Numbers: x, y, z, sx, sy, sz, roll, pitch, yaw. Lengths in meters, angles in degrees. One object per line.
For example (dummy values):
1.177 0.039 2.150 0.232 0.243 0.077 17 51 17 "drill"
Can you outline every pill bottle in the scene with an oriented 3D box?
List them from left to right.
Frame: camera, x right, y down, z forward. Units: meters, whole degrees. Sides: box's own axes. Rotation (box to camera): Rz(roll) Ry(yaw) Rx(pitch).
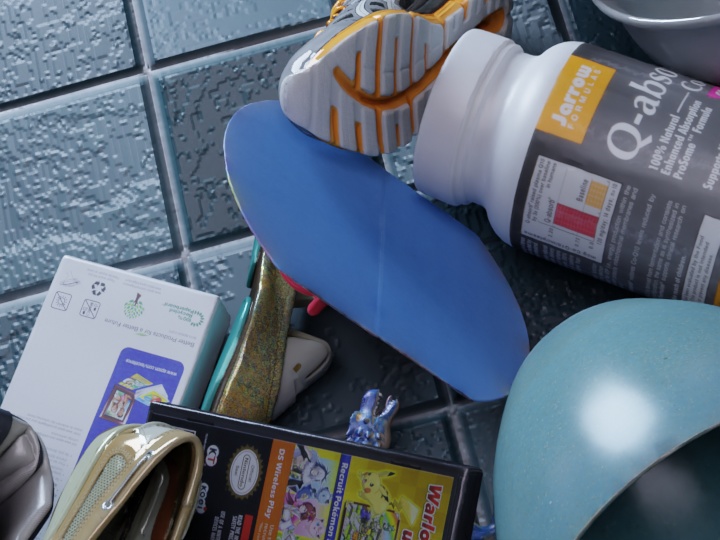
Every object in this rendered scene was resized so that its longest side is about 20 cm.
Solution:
0.136 -0.053 0.914 0.199 0.116 0.117 21 72 15 "pill bottle"

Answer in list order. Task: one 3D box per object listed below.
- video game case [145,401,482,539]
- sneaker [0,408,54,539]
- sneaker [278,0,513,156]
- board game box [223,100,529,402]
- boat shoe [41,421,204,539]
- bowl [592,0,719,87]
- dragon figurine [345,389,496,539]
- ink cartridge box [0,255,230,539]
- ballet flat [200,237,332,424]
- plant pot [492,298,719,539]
-0.043 0.179 0.845 0.180 0.025 0.201 9 85 26 "video game case"
-0.235 0.105 0.878 0.146 0.077 0.202 -54 52 14 "sneaker"
0.010 -0.121 0.951 0.077 0.079 0.200 19 29 27 "sneaker"
0.000 0.000 0.886 0.039 0.200 0.158 -46 21 27 "board game box"
-0.127 0.161 0.797 0.071 0.076 0.201 29 68 -28 "boat shoe"
0.231 -0.158 0.936 0.200 0.091 0.202 -21 31 14 "bowl"
0.025 0.162 0.871 0.099 0.059 0.201 1 71 9 "dragon figurine"
-0.150 0.097 0.934 0.099 0.039 0.201 15 70 14 "ink cartridge box"
-0.040 0.021 0.938 0.070 0.071 0.201 10 70 11 "ballet flat"
0.143 0.091 0.828 0.199 0.201 0.135 -28 46 -4 "plant pot"
